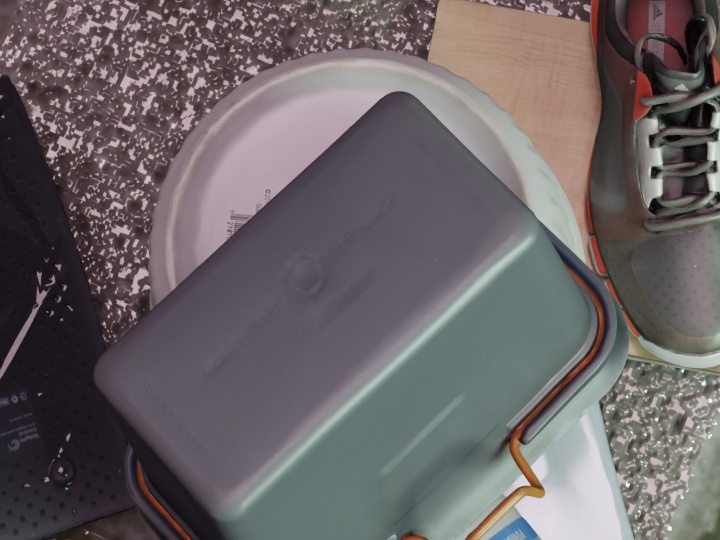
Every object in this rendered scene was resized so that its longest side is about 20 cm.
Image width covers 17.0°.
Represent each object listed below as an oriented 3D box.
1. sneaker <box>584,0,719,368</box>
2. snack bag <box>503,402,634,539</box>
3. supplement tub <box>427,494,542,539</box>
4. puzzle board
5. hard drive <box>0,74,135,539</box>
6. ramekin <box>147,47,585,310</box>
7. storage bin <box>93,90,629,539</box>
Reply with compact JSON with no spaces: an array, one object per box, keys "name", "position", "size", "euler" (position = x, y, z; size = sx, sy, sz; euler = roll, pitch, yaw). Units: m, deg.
[{"name":"sneaker","position":[0.135,-0.058,1.067],"size":[0.076,0.082,0.202],"euler":[-9,78,1]},{"name":"snack bag","position":[0.033,0.141,1.082],"size":[0.198,0.021,0.190],"euler":[-15,80,1]},{"name":"supplement tub","position":[0.068,0.204,0.994],"size":[0.132,0.132,0.200],"euler":[-40,81,-5]},{"name":"puzzle board","position":[0.120,-0.036,1.114],"size":[0.198,0.017,0.152],"euler":[11,79,4]},{"name":"hard drive","position":[-0.186,0.027,1.070],"size":[0.134,0.042,0.202],"euler":[-18,95,-17]},{"name":"ramekin","position":[0.000,0.000,1.048],"size":[0.198,0.105,0.202],"euler":[-1,76,5]},{"name":"storage bin","position":[0.000,0.039,0.906],"size":[0.200,0.134,0.146],"euler":[-43,68,-5]}]
